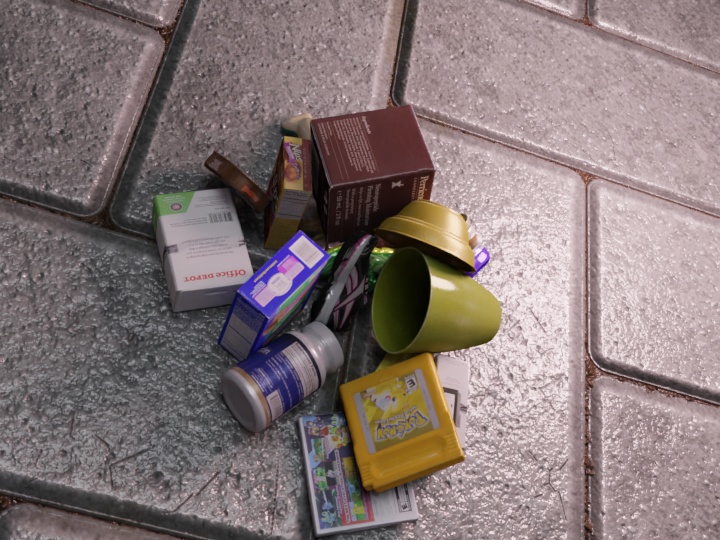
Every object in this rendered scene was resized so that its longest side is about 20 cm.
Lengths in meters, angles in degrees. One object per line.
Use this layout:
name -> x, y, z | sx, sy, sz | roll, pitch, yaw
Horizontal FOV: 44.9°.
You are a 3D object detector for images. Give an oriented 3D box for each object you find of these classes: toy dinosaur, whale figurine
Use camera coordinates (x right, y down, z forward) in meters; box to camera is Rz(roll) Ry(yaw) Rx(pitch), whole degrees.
toy dinosaur -> -0.039, -0.097, 1.669 | 0.197, 0.058, 0.102 | -22, 72, -2
whale figurine -> -0.080, -0.249, 1.779 | 0.158, 0.105, 0.199 | -27, 48, -34

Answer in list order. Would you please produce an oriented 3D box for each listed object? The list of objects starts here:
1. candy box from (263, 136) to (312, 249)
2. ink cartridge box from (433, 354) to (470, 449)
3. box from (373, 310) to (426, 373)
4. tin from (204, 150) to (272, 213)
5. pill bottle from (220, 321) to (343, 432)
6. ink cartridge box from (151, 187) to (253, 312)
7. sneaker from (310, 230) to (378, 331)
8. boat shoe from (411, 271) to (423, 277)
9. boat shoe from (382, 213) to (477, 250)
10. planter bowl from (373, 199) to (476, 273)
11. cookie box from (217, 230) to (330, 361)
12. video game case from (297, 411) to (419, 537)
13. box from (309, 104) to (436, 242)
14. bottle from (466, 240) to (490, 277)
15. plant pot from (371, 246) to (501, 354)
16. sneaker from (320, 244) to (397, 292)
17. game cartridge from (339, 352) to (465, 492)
candy box -> -0.138, -0.140, 1.616 | 0.055, 0.201, 0.118 | 6, 58, -16
ink cartridge box -> 0.136, 0.266, 1.528 | 0.067, 0.116, 0.203 | 15, 58, -10
box -> 0.087, 0.161, 1.611 | 0.075, 0.050, 0.200 | 37, 56, 3
tin -> -0.230, -0.165, 1.617 | 0.042, 0.200, 0.112 | -44, 120, -6
pill bottle -> -0.130, 0.176, 1.486 | 0.199, 0.116, 0.116 | -32, 75, -32
ink cartridge box -> -0.287, -0.038, 1.574 | 0.143, 0.084, 0.203 | -7, 63, -23
sneaker -> -0.014, 0.022, 1.603 | 0.085, 0.202, 0.081 | 25, 16, -19
boat shoe -> 0.146, 0.016, 1.681 | 0.199, 0.072, 0.067 | 23, 52, -28
boat shoe -> 0.134, -0.054, 1.695 | 0.069, 0.198, 0.075 | 57, 46, -29
planter bowl -> 0.128, -0.071, 1.550 | 0.198, 0.200, 0.085 | 23, 84, -5
cookie box -> -0.151, 0.052, 1.500 | 0.075, 0.201, 0.171 | 40, 57, 6
video game case -> -0.006, 0.338, 1.483 | 0.179, 0.023, 0.203 | -4, 63, -15
box -> 0.015, -0.178, 1.606 | 0.197, 0.167, 0.166 | -11, 57, -11
bottle -> 0.170, -0.069, 1.766 | 0.200, 0.065, 0.083 | 45, 61, 10
plant pot -> 0.150, 0.070, 1.567 | 0.197, 0.187, 0.190 | 13, 56, -30
sneaker -> 0.000, 0.000, 1.660 | 0.197, 0.074, 0.085 | -1, 57, -20
game cartridge -> 0.066, 0.254, 1.461 | 0.174, 0.033, 0.202 | -22, 52, 6
